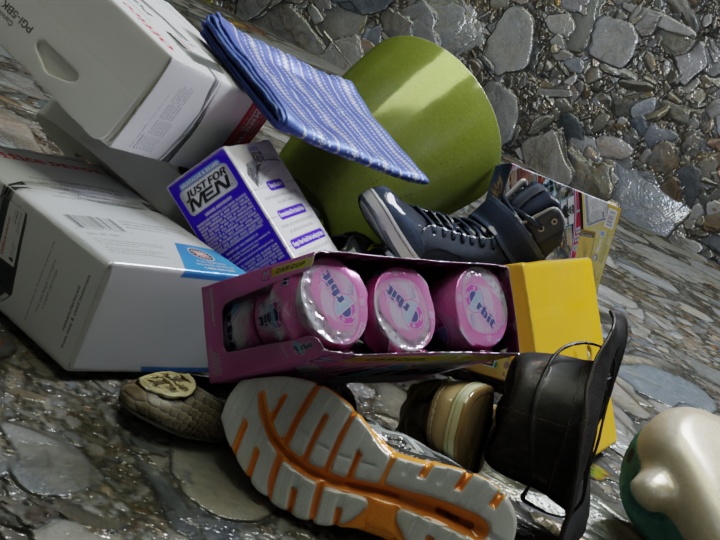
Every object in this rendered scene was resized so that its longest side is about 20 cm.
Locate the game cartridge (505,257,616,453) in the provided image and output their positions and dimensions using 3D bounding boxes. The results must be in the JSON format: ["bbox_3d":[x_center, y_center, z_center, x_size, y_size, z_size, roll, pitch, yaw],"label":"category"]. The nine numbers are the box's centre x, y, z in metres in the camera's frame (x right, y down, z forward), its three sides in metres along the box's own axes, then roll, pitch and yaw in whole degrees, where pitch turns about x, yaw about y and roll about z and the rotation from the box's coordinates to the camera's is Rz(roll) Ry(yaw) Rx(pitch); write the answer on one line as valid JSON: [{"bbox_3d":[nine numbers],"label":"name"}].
[{"bbox_3d":[0.173,0.079,1.075,0.032,0.178,0.200,-9,-3,27],"label":"game cartridge"}]

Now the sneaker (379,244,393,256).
[{"bbox_3d":[-0.009,-0.043,1.354,0.199,0.076,0.115,33,-2,-28],"label":"sneaker"}]

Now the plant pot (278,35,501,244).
[{"bbox_3d":[0.004,-0.101,1.194,0.186,0.188,0.200,32,49,26],"label":"plant pot"}]

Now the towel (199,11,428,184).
[{"bbox_3d":[-0.035,-0.141,1.033,0.199,0.024,0.145,15,31,-51],"label":"towel"}]

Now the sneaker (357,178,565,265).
[{"bbox_3d":[0.095,-0.044,1.086,0.202,0.146,0.077,45,6,-45],"label":"sneaker"}]

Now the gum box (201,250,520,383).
[{"bbox_3d":[-0.001,0.034,0.825,0.199,0.067,0.113,4,-16,-44],"label":"gum box"}]

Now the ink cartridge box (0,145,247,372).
[{"bbox_3d":[-0.201,-0.010,0.896,0.199,0.085,0.144,34,15,33],"label":"ink cartridge box"}]

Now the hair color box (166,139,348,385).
[{"bbox_3d":[-0.059,-0.001,0.972,0.201,0.064,0.109,60,17,1],"label":"hair color box"}]

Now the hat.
[{"bbox_3d":[0.131,0.110,0.872,0.080,0.203,0.200,12,10,16],"label":"hat"}]

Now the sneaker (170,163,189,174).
[{"bbox_3d":[-0.137,-0.077,1.173,0.080,0.076,0.200,20,-3,21],"label":"sneaker"}]

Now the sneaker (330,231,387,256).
[{"bbox_3d":[0.000,0.000,1.109,0.085,0.074,0.200,51,-7,-7],"label":"sneaker"}]

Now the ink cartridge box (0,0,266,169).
[{"bbox_3d":[-0.172,-0.159,0.961,0.147,0.083,0.200,44,10,14],"label":"ink cartridge box"}]

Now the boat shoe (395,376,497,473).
[{"bbox_3d":[0.059,0.113,0.895,0.066,0.075,0.200,16,-10,11],"label":"boat shoe"}]

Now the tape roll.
[{"bbox_3d":[-0.194,-0.077,1.062,0.202,0.037,0.203,39,-11,9],"label":"tape roll"}]

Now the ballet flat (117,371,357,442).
[{"bbox_3d":[-0.075,0.087,0.841,0.199,0.047,0.067,12,19,-43],"label":"ballet flat"}]

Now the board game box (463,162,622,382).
[{"bbox_3d":[0.166,0.012,1.206,0.134,0.202,0.035,19,-4,-22],"label":"board game box"}]

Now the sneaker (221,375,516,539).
[{"bbox_3d":[0.002,0.130,0.788,0.199,0.079,0.077,28,-2,3],"label":"sneaker"}]

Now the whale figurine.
[{"bbox_3d":[0.263,0.203,0.950,0.158,0.104,0.201,21,39,-19],"label":"whale figurine"}]
